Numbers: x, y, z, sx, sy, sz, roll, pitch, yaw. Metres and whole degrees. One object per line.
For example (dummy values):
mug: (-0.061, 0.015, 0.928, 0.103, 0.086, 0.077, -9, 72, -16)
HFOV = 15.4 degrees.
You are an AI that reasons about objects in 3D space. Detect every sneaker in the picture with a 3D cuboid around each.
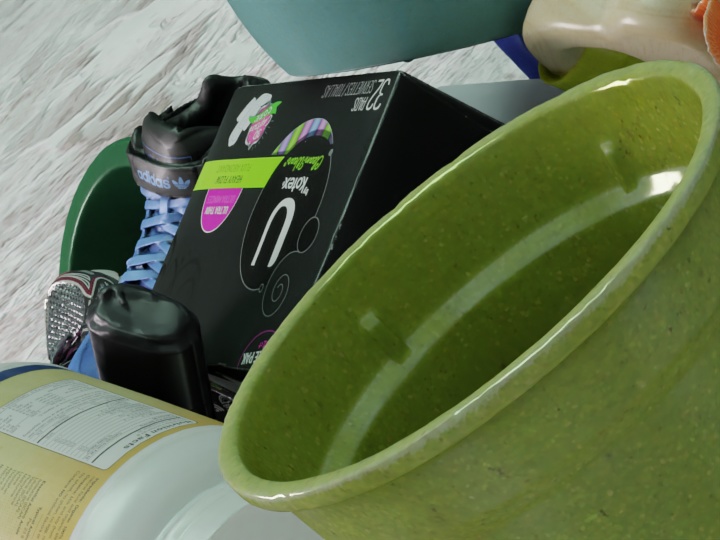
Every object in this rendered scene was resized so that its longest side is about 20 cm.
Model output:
sneaker: (-0.147, 0.069, 1.417, 0.081, 0.074, 0.201, -56, 30, 31)
sneaker: (-0.100, -0.019, 1.364, 0.076, 0.112, 0.200, 16, 53, 40)

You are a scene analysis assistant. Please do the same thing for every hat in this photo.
hat: (-0.076, 0.001, 1.644, 0.165, 0.175, 0.201, -34, 58, 49)

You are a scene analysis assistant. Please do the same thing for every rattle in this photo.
rattle: (0.153, -0.132, 1.130, 0.143, 0.130, 0.200, -54, -1, -10)

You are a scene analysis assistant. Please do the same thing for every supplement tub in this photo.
supplement tub: (-0.099, 0.126, 1.117, 0.199, 0.145, 0.145, 15, 55, 45)

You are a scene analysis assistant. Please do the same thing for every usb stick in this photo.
usb stick: (-0.090, 0.076, 1.240, 0.055, 0.201, 0.033, 15, 55, 15)

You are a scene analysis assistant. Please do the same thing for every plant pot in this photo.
plant pot: (0.012, -0.179, 1.221, 0.199, 0.162, 0.201, -12, 8, 2)
plant pot: (0.086, 0.067, 0.864, 0.200, 0.184, 0.201, -35, 18, 13)

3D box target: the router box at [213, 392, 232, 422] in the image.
router box: (-0.027, -0.003, 1.481, 0.149, 0.062, 0.200, -13, 33, 54)

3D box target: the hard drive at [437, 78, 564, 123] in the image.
hard drive: (0.068, -0.030, 1.322, 0.200, 0.026, 0.133, 5, 76, 66)

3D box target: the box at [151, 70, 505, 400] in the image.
box: (0.000, 0.000, 1.245, 0.200, 0.124, 0.149, 3, 69, 65)

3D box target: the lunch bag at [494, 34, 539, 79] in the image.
lunch bag: (0.138, -0.176, 1.376, 0.200, 0.170, 0.124, -51, 17, -21)
